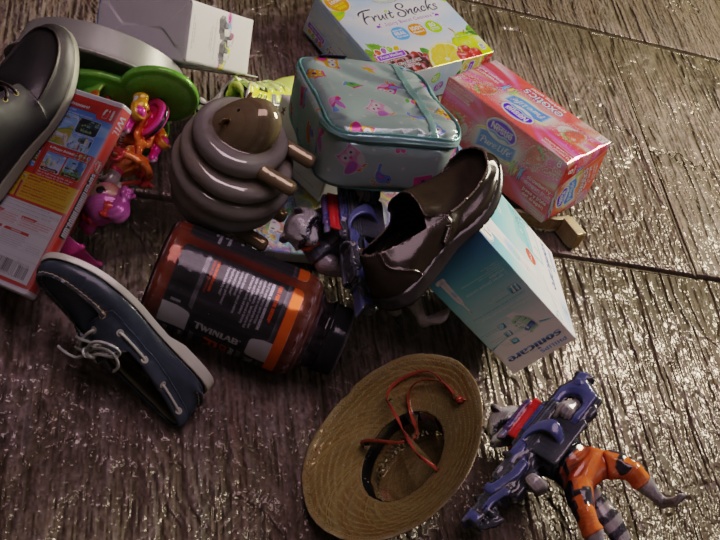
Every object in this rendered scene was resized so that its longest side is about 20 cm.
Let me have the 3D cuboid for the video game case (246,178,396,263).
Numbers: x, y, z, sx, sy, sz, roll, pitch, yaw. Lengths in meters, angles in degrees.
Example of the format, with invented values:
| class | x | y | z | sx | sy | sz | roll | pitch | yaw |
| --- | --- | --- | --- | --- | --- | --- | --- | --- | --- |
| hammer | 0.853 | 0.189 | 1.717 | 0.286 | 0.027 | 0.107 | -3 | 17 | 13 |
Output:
| class | x | y | z | sx | sy | sz | roll | pitch | yaw |
| --- | --- | --- | --- | --- | --- | --- | --- | --- | --- |
| video game case | -0.039 | -0.064 | 1.312 | 0.198 | 0.018 | 0.144 | 5 | 49 | -21 |

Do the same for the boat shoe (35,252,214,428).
| class | x | y | z | sx | sy | sz | roll | pitch | yaw |
| --- | --- | --- | --- | --- | --- | --- | --- | --- | --- |
| boat shoe | -0.223 | 0.066 | 1.045 | 0.200 | 0.075 | 0.062 | 47 | 56 | -24 |

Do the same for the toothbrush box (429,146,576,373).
| class | x | y | z | sx | sy | sz | roll | pitch | yaw |
| --- | --- | --- | --- | --- | --- | --- | --- | --- | --- |
| toothbrush box | 0.134 | -0.011 | 1.221 | 0.200 | 0.085 | 0.147 | 46 | 24 | -32 |

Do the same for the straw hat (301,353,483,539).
| class | x | y | z | sx | sy | sz | roll | pitch | yaw |
| --- | --- | --- | --- | --- | --- | --- | --- | --- | --- |
| straw hat | 0.049 | 0.185 | 1.077 | 0.085 | 0.200 | 0.202 | 52 | 29 | -39 |

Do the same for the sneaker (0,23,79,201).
| class | x | y | z | sx | sy | sz | roll | pitch | yaw |
| --- | --- | --- | --- | --- | --- | --- | --- | --- | --- |
| sneaker | -0.339 | -0.157 | 1.054 | 0.074 | 0.106 | 0.201 | 20 | 78 | 26 |

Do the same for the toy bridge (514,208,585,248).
| class | x | y | z | sx | sy | sz | roll | pitch | yaw |
| --- | --- | --- | --- | --- | --- | --- | --- | --- | --- |
| toy bridge | 0.181 | -0.042 | 1.388 | 0.199 | 0.027 | 0.067 | -13 | 55 | -33 |

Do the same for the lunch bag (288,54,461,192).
| class | x | y | z | sx | sy | sz | roll | pitch | yaw |
| --- | --- | --- | --- | --- | --- | --- | --- | --- | --- |
| lunch bag | 0.014 | -0.158 | 1.198 | 0.159 | 0.078 | 0.201 | 1 | 34 | -17 |

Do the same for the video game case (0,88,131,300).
| class | x | y | z | sx | sy | sz | roll | pitch | yaw |
| --- | --- | --- | --- | --- | --- | --- | --- | --- | --- |
| video game case | -0.318 | -0.085 | 1.089 | 0.142 | 0.017 | 0.201 | 19 | 78 | 27 |

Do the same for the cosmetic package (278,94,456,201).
| class | x | y | z | sx | sy | sz | roll | pitch | yaw |
| --- | --- | --- | --- | --- | --- | --- | --- | --- | --- |
| cosmetic package | 0.003 | -0.159 | 1.348 | 0.199 | 0.085 | 0.108 | -15 | 47 | -39 |

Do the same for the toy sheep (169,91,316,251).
| class | x | y | z | sx | sy | sz | roll | pitch | yaw |
| --- | --- | --- | --- | --- | --- | --- | --- | --- | --- |
| toy sheep | -0.127 | -0.096 | 1.142 | 0.137 | 0.200 | 0.139 | 16 | 45 | -17 |

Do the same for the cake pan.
| class | x | y | z | sx | sy | sz | roll | pitch | yaw |
| --- | --- | --- | --- | --- | --- | --- | --- | --- | --- |
| cake pan | -0.276 | -0.214 | 1.217 | 0.199 | 0.200 | 0.037 | 16 | 79 | -11 |

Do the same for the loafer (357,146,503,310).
| class | x | y | z | sx | sy | sz | roll | pitch | yaw |
| --- | --- | --- | --- | --- | --- | --- | --- | --- | --- |
| loafer | 0.068 | -0.054 | 1.081 | 0.201 | 0.073 | 0.072 | -54 | 125 | -28 |

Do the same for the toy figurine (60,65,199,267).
| class | x | y | z | sx | sy | sz | roll | pitch | yaw |
| --- | --- | --- | --- | --- | --- | --- | --- | --- | --- |
| toy figurine | -0.258 | -0.090 | 1.141 | 0.150 | 0.199 | 0.186 | 43 | 42 | -47 |

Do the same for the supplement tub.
| class | x | y | z | sx | sy | sz | roll | pitch | yaw |
| --- | --- | --- | --- | --- | --- | --- | --- | --- | --- |
| supplement tub | -0.109 | 0.034 | 1.128 | 0.199 | 0.107 | 0.107 | 23 | 45 | -5 |

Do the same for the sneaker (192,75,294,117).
| class | x | y | z | sx | sy | sz | roll | pitch | yaw |
| --- | --- | --- | --- | --- | --- | --- | --- | --- | --- |
| sneaker | -0.120 | -0.192 | 1.338 | 0.075 | 0.077 | 0.200 | 19 | 38 | 25 |

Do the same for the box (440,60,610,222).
| class | x | y | z | sx | sy | sz | roll | pitch | yaw |
| --- | --- | --- | --- | --- | --- | --- | --- | --- | --- |
| box | 0.197 | -0.166 | 1.440 | 0.102 | 0.095 | 0.200 | -25 | 56 | -40 |

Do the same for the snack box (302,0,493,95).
| class | x | y | z | sx | sy | sz | roll | pitch | yaw |
| --- | --- | --- | --- | --- | --- | --- | --- | --- | --- |
| snack box | 0.051 | -0.309 | 1.539 | 0.199 | 0.068 | 0.169 | -19 | 61 | -37 |

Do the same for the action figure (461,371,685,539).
| class | x | y | z | sx | sy | sz | roll | pitch | yaw |
| --- | --- | --- | --- | --- | --- | --- | --- | --- | --- |
| action figure | 0.190 | 0.213 | 1.131 | 0.200 | 0.105 | 0.193 | -39 | 64 | -16 |

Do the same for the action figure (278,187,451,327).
| class | x | y | z | sx | sy | sz | roll | pitch | yaw |
| --- | --- | --- | --- | --- | --- | --- | --- | --- | --- |
| action figure | 0.000 | 0.000 | 1.170 | 0.193 | 0.105 | 0.201 | 30 | 39 | -25 |

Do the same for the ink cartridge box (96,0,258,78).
| class | x | y | z | sx | sy | sz | roll | pitch | yaw |
| --- | --- | --- | --- | --- | --- | --- | --- | --- | --- |
| ink cartridge box | -0.199 | -0.265 | 1.296 | 0.114 | 0.069 | 0.200 | 11 | 7 | 17 |
